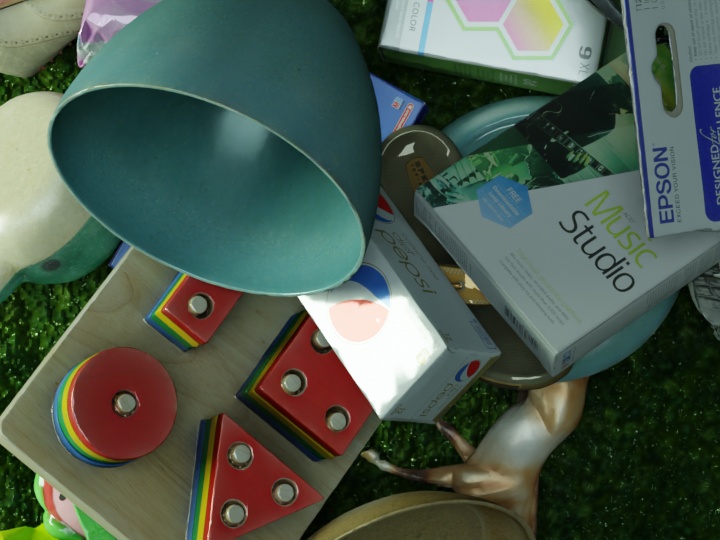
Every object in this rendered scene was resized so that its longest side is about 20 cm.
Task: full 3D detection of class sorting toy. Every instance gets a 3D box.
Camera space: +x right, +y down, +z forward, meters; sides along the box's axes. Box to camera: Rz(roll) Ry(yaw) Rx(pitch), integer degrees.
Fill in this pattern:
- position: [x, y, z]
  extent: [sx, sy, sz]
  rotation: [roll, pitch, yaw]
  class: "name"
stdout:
- position: [-0.092, 0.084, 1.467]
  extent: [0.200, 0.070, 0.199]
  rotation: [40, 69, -11]
  class: "sorting toy"

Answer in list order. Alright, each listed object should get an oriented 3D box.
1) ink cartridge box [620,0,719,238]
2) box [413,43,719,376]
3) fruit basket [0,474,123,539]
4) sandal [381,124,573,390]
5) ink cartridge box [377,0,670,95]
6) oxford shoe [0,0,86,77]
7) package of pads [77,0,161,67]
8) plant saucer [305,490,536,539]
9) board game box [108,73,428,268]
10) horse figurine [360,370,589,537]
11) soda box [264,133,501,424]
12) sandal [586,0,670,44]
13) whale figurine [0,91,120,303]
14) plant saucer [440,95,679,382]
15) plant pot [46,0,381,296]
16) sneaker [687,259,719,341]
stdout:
- position: [0.240, -0.127, 1.413]
  extent: [0.199, 0.047, 0.199]
  rotation: [-7, 92, -21]
  class: "ink cartridge box"
- position: [0.153, -0.044, 1.456]
  extent: [0.199, 0.036, 0.145]
  rotation: [-33, 67, -18]
  class: "box"
- position: [-0.189, 0.200, 1.529]
  extent: [0.214, 0.155, 0.217]
  rotation: [2, 81, -11]
  class: "fruit basket"
- position: [0.067, -0.011, 1.485]
  extent: [0.080, 0.054, 0.201]
  rotation: [-26, 73, -5]
  class: "sandal"
- position: [0.118, -0.175, 1.541]
  extent: [0.198, 0.059, 0.105]
  rotation: [11, 85, 5]
  class: "ink cartridge box"
- position: [-0.215, -0.174, 1.582]
  extent: [0.198, 0.071, 0.075]
  rotation: [-10, 120, -1]
  class: "oxford shoe"
- position: [-0.108, -0.216, 1.518]
  extent: [0.120, 0.076, 0.201]
  rotation: [12, 66, -5]
  class: "package of pads"
- position: [0.017, 0.202, 1.500]
  extent: [0.199, 0.200, 0.036]
  rotation: [-30, 52, 4]
  class: "plant saucer"
- position: [-0.061, -0.056, 1.564]
  extent: [0.134, 0.045, 0.201]
  rotation: [30, 91, 5]
  class: "board game box"
- position: [0.095, 0.097, 1.546]
  extent: [0.132, 0.050, 0.201]
  rotation: [33, 95, 12]
  class: "horse figurine"
- position: [0.000, 0.000, 1.458]
  extent: [0.068, 0.063, 0.200]
  rotation: [-48, 59, 22]
  class: "soda box"
- position: [0.152, -0.185, 1.478]
  extent: [0.200, 0.076, 0.043]
  rotation: [36, 87, 13]
  class: "sandal"
- position: [-0.239, -0.034, 1.560]
  extent: [0.199, 0.104, 0.160]
  rotation: [-24, 49, 22]
  class: "whale figurine"
- position: [0.118, -0.026, 1.530]
  extent: [0.198, 0.027, 0.202]
  rotation: [-1, 73, 3]
  class: "plant saucer"
- position: [-0.068, -0.097, 1.384]
  extent: [0.199, 0.200, 0.135]
  rotation: [20, 61, 5]
  class: "plant pot"
- position: [0.234, -0.039, 1.525]
  extent: [0.076, 0.089, 0.201]
  rotation: [2, 64, 1]
  class: "sneaker"
